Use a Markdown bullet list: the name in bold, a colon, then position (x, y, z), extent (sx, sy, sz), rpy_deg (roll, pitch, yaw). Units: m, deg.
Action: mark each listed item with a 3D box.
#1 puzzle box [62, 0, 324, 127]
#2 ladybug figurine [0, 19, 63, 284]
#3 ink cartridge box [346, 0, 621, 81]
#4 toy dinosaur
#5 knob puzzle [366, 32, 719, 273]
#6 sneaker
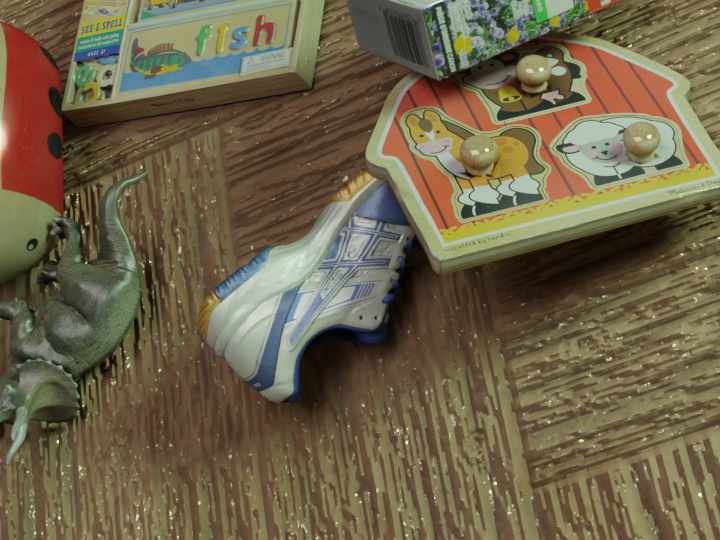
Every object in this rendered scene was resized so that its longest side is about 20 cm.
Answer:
- **puzzle box**: position (-0.117, -0.178, 1.194), extent (0.200, 0.025, 0.133), rpy_deg (-7, 62, 27)
- **ladybug figurine**: position (-0.244, -0.086, 1.163), extent (0.072, 0.136, 0.200), rpy_deg (-1, 72, -12)
- **ink cartridge box**: position (0.101, -0.184, 1.025), extent (0.200, 0.050, 0.109), rpy_deg (-25, 27, -18)
- **toy dinosaur**: position (-0.189, 0.029, 1.108), extent (0.102, 0.077, 0.200), rpy_deg (37, 81, 26)
- **knob puzzle**: position (0.098, -0.093, 0.972), extent (0.219, 0.030, 0.220), rpy_deg (-5, 42, 4)
- **sneaker**: position (0.000, 0.000, 1.018), extent (0.200, 0.075, 0.088), rpy_deg (-40, 81, -4)
